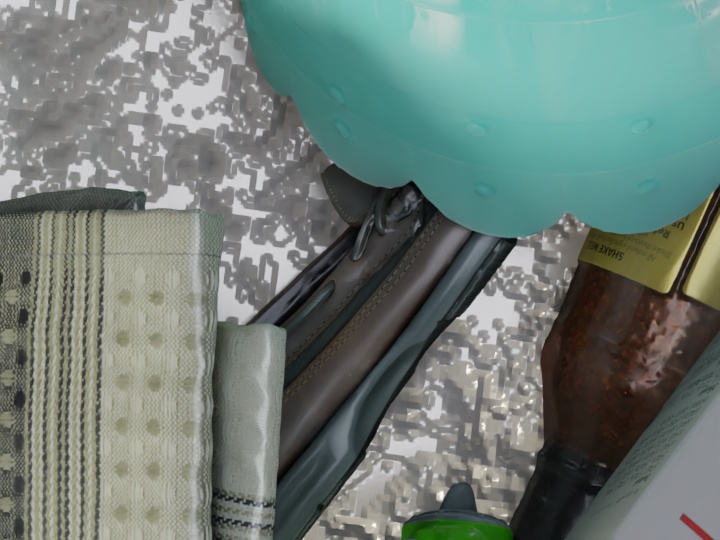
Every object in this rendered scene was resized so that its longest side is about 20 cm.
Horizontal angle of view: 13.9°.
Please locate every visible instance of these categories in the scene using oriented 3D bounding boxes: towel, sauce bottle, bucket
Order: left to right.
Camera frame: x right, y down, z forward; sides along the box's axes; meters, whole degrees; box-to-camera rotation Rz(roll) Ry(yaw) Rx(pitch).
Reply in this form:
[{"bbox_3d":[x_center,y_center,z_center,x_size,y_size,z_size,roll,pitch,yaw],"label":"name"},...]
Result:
[{"bbox_3d":[-0.100,0.080,0.767,0.192,0.034,0.202,0,89,40],"label":"towel"},{"bbox_3d":[0.054,-0.125,0.759,0.205,0.135,0.209,-3,64,7],"label":"bucket"},{"bbox_3d":[0.090,0.004,0.833,0.066,0.066,0.201,26,90,-4],"label":"sauce bottle"}]

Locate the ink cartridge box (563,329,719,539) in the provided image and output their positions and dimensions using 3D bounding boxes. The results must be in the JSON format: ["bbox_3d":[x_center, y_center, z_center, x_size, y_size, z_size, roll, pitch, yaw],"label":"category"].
[{"bbox_3d":[0.124,0.071,0.748,0.116,0.068,0.200,41,69,-2],"label":"ink cartridge box"}]

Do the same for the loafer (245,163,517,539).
[{"bbox_3d":[0.000,0.000,0.824,0.063,0.072,0.201,35,89,2],"label":"loafer"}]

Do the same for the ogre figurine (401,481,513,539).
[{"bbox_3d":[0.020,0.143,0.780,0.098,0.120,0.201,-17,110,28],"label":"ogre figurine"}]
